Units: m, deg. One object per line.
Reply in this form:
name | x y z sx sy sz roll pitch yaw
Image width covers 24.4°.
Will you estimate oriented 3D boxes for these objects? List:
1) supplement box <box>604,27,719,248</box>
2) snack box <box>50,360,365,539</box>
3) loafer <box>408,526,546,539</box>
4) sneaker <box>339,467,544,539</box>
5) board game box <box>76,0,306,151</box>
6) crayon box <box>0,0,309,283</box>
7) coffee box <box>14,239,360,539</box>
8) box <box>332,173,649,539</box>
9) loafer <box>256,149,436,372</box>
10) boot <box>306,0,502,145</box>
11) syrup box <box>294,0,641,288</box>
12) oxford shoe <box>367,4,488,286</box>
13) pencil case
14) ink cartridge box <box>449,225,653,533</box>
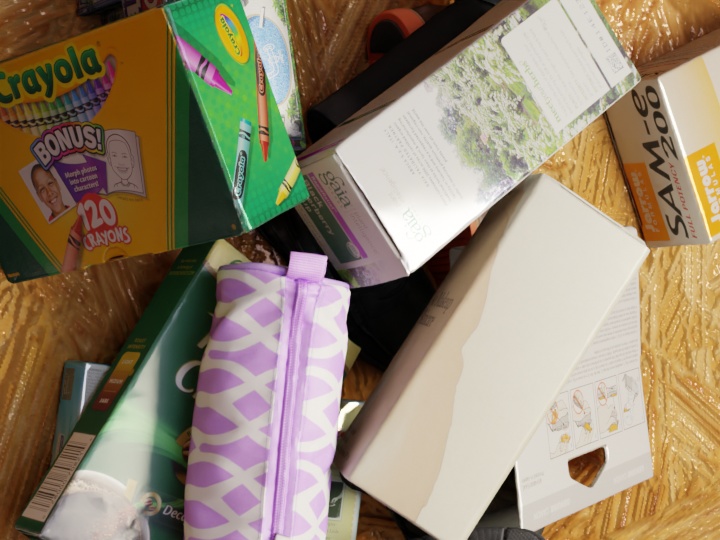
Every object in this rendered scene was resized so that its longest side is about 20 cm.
supplement box | 0.281 -0.112 1.217 0.199 0.073 0.127 -27 103 -28
snack box | -0.090 0.125 1.010 0.198 0.037 0.118 11 83 -31
loafer | 0.019 0.205 0.984 0.198 0.072 0.064 -14 113 -10
sneaker | 0.059 0.155 1.065 0.199 0.076 0.092 20 86 -43
board game box | -0.092 -0.160 0.917 0.061 0.199 0.202 -11 94 -31
crayon box | -0.131 -0.070 0.891 0.058 0.199 0.120 -31 105 -47
coffee box | -0.095 0.094 0.959 0.123 0.044 0.201 40 68 -24
box | 0.071 0.049 0.950 0.077 0.095 0.201 33 86 -7
loafer | 0.000 0.000 1.047 0.201 0.070 0.068 49 67 -22
boot | 0.037 -0.142 1.018 0.200 0.066 0.165 -43 97 -21
syrup box | 0.056 -0.080 0.939 0.200 0.081 0.079 -39 102 -25
oxford shoe | 0.066 -0.076 1.090 0.072 0.071 0.202 -17 98 -34
pencil case | -0.051 0.094 0.910 0.083 0.085 0.202 5 83 -10
ink cartridge box | 0.128 0.065 1.094 0.199 0.044 0.178 -8 96 -56
